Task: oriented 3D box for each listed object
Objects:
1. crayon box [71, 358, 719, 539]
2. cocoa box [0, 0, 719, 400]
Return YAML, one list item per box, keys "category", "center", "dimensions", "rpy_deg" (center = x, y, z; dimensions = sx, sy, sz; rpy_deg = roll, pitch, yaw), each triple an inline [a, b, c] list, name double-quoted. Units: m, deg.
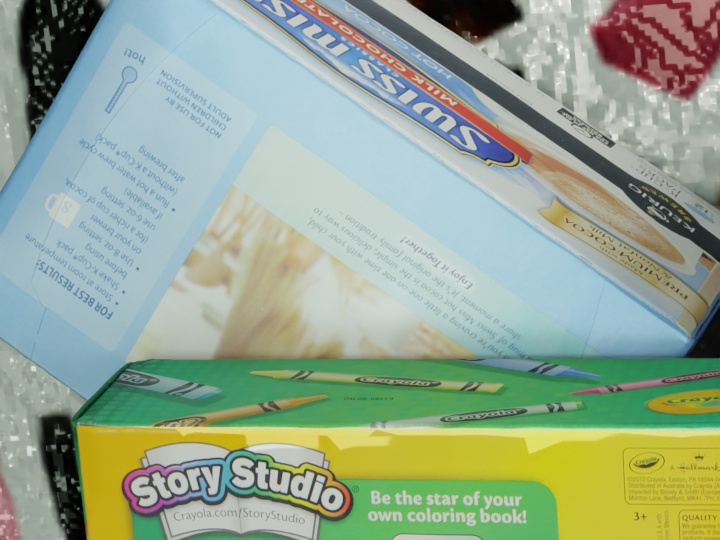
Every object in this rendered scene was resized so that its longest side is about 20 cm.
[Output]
- category: "crayon box"
  center: [0.026, 0.088, 0.724]
  dimensions: [0.200, 0.058, 0.119]
  rpy_deg: [0, 106, 14]
- category: "cocoa box"
  center: [0.000, 0.000, 0.812]
  dimensions: [0.200, 0.131, 0.133]
  rpy_deg: [35, 110, 6]
